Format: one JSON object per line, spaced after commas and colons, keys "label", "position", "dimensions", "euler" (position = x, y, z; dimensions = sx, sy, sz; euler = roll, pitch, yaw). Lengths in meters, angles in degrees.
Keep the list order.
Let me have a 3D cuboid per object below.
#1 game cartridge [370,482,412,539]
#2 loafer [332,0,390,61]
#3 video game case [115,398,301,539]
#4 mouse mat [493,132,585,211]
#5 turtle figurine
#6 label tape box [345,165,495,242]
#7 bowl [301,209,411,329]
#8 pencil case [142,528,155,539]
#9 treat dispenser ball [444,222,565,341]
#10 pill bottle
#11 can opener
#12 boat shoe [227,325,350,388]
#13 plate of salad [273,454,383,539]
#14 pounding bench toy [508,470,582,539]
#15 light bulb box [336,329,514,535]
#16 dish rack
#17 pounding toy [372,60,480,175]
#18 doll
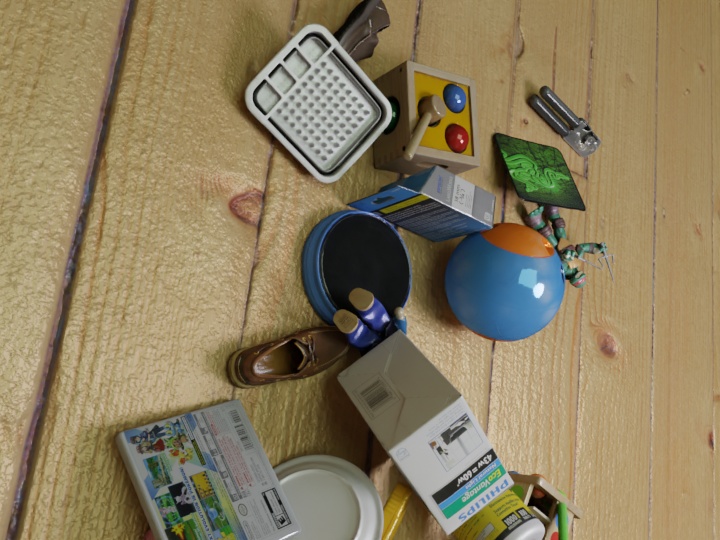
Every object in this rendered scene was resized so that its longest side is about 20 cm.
{"label": "game cartridge", "position": [0.012, 0.415, 1.040], "dimensions": [0.032, 0.177, 0.200], "euler": [27, 61, 14]}
{"label": "loafer", "position": [-0.002, -0.380, 1.218], "dimensions": [0.071, 0.073, 0.200], "euler": [45, 60, -21]}
{"label": "video game case", "position": [-0.190, 0.273, 0.934], "dimensions": [0.182, 0.022, 0.201], "euler": [-9, 61, -44]}
{"label": "mouse mat", "position": [0.355, -0.192, 1.450], "dimensions": [0.199, 0.008, 0.162], "euler": [4, 58, -34]}
{"label": "turtle figurine", "position": [0.406, -0.039, 1.439], "dimensions": [0.149, 0.101, 0.201], "euler": [-22, 78, -54]}
{"label": "label tape box", "position": [0.100, -0.115, 1.201], "dimensions": [0.199, 0.144, 0.064], "euler": [21, 70, -32]}
{"label": "bowl", "position": [0.000, 0.000, 1.174], "dimensions": [0.200, 0.039, 0.202], "euler": [7, 77, -35]}
{"label": "pencil case", "position": [-0.191, 0.394, 0.938], "dimensions": [0.200, 0.087, 0.088], "euler": [49, 58, -17]}
{"label": "treat dispenser ball", "position": [0.243, 0.020, 1.247], "dimensions": [0.200, 0.200, 0.202], "euler": [7, 78, -35]}
{"label": "pill bottle", "position": [0.177, 0.360, 1.139], "dimensions": [0.112, 0.200, 0.113], "euler": [-27, 141, -24]}
{"label": "can opener", "position": [0.429, -0.315, 1.544], "dimensions": [0.200, 0.053, 0.067], "euler": [37, 31, -25]}
{"label": "boat shoe", "position": [-0.091, 0.125, 1.068], "dimensions": [0.199, 0.067, 0.073], "euler": [-13, 89, -37]}
{"label": "plate of salad", "position": [-0.067, 0.344, 0.998], "dimensions": [0.200, 0.199, 0.048], "euler": [-49, 148, -31]}
{"label": "pounding bench toy", "position": [0.296, 0.423, 1.215], "dimensions": [0.124, 0.200, 0.156], "euler": [41, 62, -23]}
{"label": "light bulb box", "position": [0.091, 0.228, 1.060], "dimensions": [0.124, 0.198, 0.201], "euler": [-35, 121, -6]}
{"label": "dish rack", "position": [-0.066, -0.255, 1.142], "dimensions": [0.172, 0.044, 0.200], "euler": [-48, 111, -6]}
{"label": "pounding toy", "position": [0.106, -0.242, 1.230], "dimensions": [0.199, 0.142, 0.185], "euler": [4, 79, -36]}
{"label": "doll", "position": [0.024, 0.109, 1.131], "dimensions": [0.137, 0.048, 0.200], "euler": [-54, 142, -11]}
